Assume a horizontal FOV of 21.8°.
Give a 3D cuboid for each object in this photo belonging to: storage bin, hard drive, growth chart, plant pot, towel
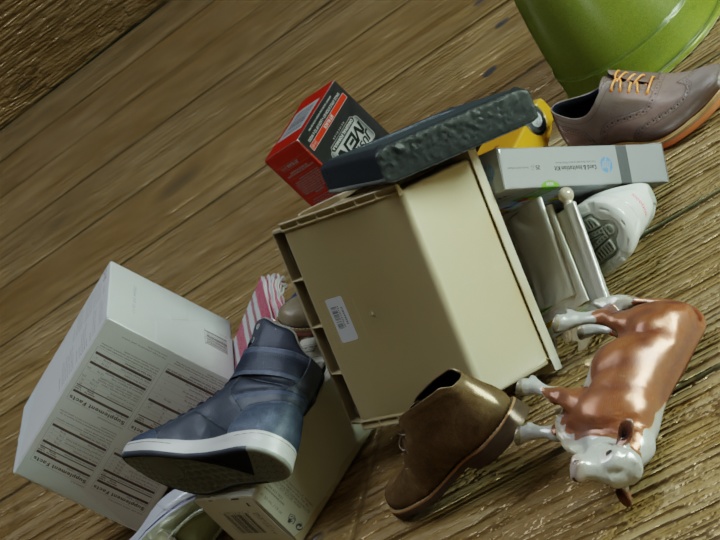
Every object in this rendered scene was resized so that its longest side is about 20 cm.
[{"bbox_3d":[0.041,0.022,1.602,0.094,0.200,0.198,-27,7,-38],"label":"storage bin"},{"bbox_3d":[0.053,-0.108,1.569,0.139,0.033,0.200,-24,5,-13],"label":"hard drive"},{"bbox_3d":[0.135,0.014,1.607,0.018,0.145,0.200,-5,-12,-40],"label":"growth chart"},{"bbox_3d":[0.237,-0.301,1.910,0.200,0.193,0.200,-37,21,17],"label":"plant pot"},{"bbox_3d":[-0.117,0.111,1.903,0.146,0.030,0.200,-110,41,-71],"label":"towel"}]

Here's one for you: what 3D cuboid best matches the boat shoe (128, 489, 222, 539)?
[{"bbox_3d":[-0.185,0.274,1.772,0.200,0.072,0.062,-43,45,11],"label":"boat shoe"}]

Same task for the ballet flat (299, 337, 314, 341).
[{"bbox_3d":[-0.002,0.059,1.828,0.200,0.074,0.074,-35,22,21],"label":"ballet flat"}]

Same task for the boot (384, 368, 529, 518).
[{"bbox_3d":[0.059,0.136,1.508,0.074,0.075,0.200,-59,6,-37],"label":"boot"}]

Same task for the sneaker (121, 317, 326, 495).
[{"bbox_3d":[-0.117,0.121,1.679,0.202,0.077,0.146,-9,50,39],"label":"sneaker"}]

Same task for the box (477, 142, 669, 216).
[{"bbox_3d":[0.150,-0.074,1.661,0.200,0.041,0.156,-3,-11,-38],"label":"box"}]

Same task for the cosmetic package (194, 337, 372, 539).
[{"bbox_3d":[-0.055,0.155,1.730,0.103,0.073,0.200,-12,37,53],"label":"cosmetic package"}]

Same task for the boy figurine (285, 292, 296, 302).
[{"bbox_3d":[-0.018,0.003,1.977,0.200,0.064,0.124,-42,17,13],"label":"boy figurine"}]

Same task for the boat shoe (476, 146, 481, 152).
[{"bbox_3d":[0.104,-0.089,1.874,0.202,0.075,0.075,-43,-7,-42],"label":"boat shoe"}]

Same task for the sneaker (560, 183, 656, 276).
[{"bbox_3d":[0.188,-0.018,1.642,0.200,0.078,0.099,-27,4,46],"label":"sneaker"}]

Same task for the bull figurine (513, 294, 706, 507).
[{"bbox_3d":[0.185,0.092,1.398,0.121,0.065,0.200,11,45,32],"label":"bull figurine"}]

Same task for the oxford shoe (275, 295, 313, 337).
[{"bbox_3d":[0.000,0.000,1.771,0.200,0.075,0.070,-27,33,-28],"label":"oxford shoe"}]

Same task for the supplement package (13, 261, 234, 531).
[{"bbox_3d":[-0.245,0.130,1.946,0.200,0.150,0.152,-57,17,16],"label":"supplement package"}]

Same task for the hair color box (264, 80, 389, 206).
[{"bbox_3d":[0.008,-0.085,1.894,0.061,0.200,0.102,-28,25,46],"label":"hair color box"}]

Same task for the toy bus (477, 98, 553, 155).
[{"bbox_3d":[0.141,-0.076,1.809,0.065,0.078,0.200,-23,28,44],"label":"toy bus"}]

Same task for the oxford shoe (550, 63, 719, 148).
[{"bbox_3d":[0.261,-0.156,1.749,0.200,0.073,0.071,-23,28,43],"label":"oxford shoe"}]
